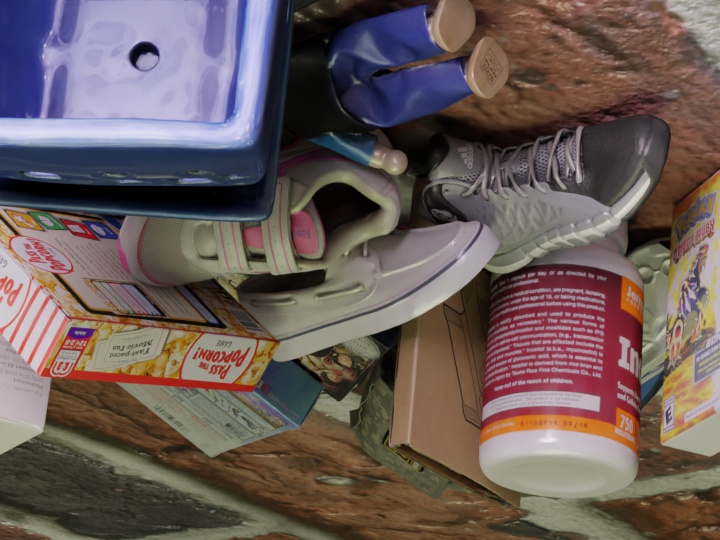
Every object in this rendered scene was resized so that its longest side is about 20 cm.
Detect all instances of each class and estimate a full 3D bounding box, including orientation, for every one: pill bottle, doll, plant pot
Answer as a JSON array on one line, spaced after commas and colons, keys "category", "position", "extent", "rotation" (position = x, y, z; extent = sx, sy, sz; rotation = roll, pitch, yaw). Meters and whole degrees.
[{"category": "pill bottle", "position": [0.145, 0.052, 1.341], "extent": [0.112, 0.201, 0.113], "rotation": [5, 157, 2]}, {"category": "doll", "position": [-0.006, -0.113, 1.170], "extent": [0.199, 0.049, 0.137], "rotation": [-10, 132, 39]}, {"category": "plant pot", "position": [-0.128, -0.131, 0.986], "extent": [0.199, 0.201, 0.180], "rotation": [3, 165, 5]}]

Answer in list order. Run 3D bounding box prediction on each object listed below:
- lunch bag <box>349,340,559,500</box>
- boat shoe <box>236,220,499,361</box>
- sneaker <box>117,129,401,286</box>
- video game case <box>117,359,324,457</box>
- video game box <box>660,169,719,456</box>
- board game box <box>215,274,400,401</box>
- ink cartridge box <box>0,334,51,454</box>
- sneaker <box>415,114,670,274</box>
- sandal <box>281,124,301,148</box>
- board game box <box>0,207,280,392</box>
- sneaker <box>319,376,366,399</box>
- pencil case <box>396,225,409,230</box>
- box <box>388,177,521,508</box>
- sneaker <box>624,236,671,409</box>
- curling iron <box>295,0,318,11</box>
[{"category": "lunch bag", "position": [0.095, 0.128, 1.639], "extent": [0.199, 0.118, 0.164], "rotation": [5, 156, -5]}, {"category": "boat shoe", "position": [0.000, 0.000, 1.285], "extent": [0.199, 0.072, 0.066], "rotation": [-20, 115, 37]}, {"category": "sneaker", "position": [-0.061, -0.037, 1.230], "extent": [0.199, 0.088, 0.082], "rotation": [-21, 118, -8]}, {"category": "video game case", "position": [-0.149, 0.062, 1.492], "extent": [0.200, 0.046, 0.181], "rotation": [40, 154, -14]}, {"category": "video game box", "position": [0.262, 0.008, 1.233], "extent": [0.047, 0.183, 0.200], "rotation": [15, 156, -13]}, {"category": "board game box", "position": [-0.072, 0.013, 1.412], "extent": [0.200, 0.035, 0.136], "rotation": [34, 154, -2]}, {"category": "ink cartridge box", "position": [-0.313, 0.053, 1.451], "extent": [0.125, 0.201, 0.128], "rotation": [17, 154, -27]}, {"category": "sneaker", "position": [0.105, -0.063, 1.246], "extent": [0.115, 0.075, 0.200], "rotation": [27, 145, -23]}, {"category": "sandal", "position": [-0.113, -0.078, 1.281], "extent": [0.199, 0.054, 0.080], "rotation": [14, 156, -20]}, {"category": "board game box", "position": [-0.171, 0.015, 1.259], "extent": [0.200, 0.046, 0.151], "rotation": [10, -154, -51]}, {"category": "sneaker", "position": [-0.077, 0.051, 1.555], "extent": [0.200, 0.076, 0.115], "rotation": [13, 158, -12]}, {"category": "pencil case", "position": [0.084, 0.033, 1.472], "extent": [0.088, 0.089, 0.200], "rotation": [-10, 155, 33]}, {"category": "box", "position": [0.079, 0.055, 1.364], "extent": [0.021, 0.201, 0.163], "rotation": [-9, 154, 33]}, {"category": "sneaker", "position": [0.226, 0.039, 1.479], "extent": [0.080, 0.146, 0.201], "rotation": [36, 121, 15]}, {"category": "curling iron", "position": [-0.008, -0.165, 1.075], "extent": [0.199, 0.026, 0.050], "rotation": [-16, 126, 41]}]
